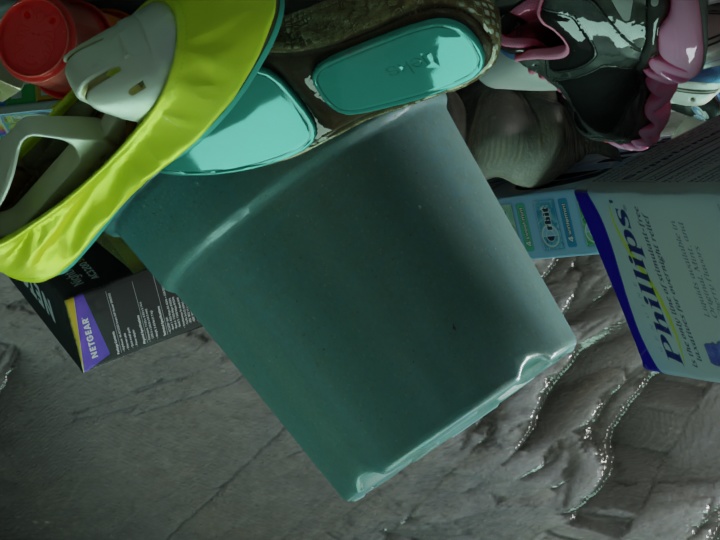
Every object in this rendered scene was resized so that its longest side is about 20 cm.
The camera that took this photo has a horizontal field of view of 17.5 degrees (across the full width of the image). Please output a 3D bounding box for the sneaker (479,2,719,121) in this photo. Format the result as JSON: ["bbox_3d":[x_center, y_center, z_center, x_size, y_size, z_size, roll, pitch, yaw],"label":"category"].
[{"bbox_3d":[0.156,-0.111,1.249,0.199,0.073,0.072,-4,180,17],"label":"sneaker"}]

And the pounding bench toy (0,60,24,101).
[{"bbox_3d":[-0.255,-0.036,1.155,0.199,0.157,0.124,-5,178,-12],"label":"pounding bench toy"}]

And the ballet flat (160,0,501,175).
[{"bbox_3d":[-0.022,-0.096,1.096,0.199,0.071,0.065,-13,-141,24],"label":"ballet flat"}]

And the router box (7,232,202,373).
[{"bbox_3d":[-0.132,-0.028,1.400,0.157,0.052,0.200,-22,-148,-18],"label":"router box"}]

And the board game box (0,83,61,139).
[{"bbox_3d":[-0.164,-0.098,1.342,0.134,0.034,0.200,-5,178,12],"label":"board game box"}]

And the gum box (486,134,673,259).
[{"bbox_3d":[0.160,-0.048,1.431,0.170,0.045,0.200,-20,-171,-41],"label":"gum box"}]

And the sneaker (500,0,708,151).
[{"bbox_3d":[0.111,-0.111,1.133,0.095,0.079,0.200,2,166,-2],"label":"sneaker"}]

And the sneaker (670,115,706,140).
[{"bbox_3d":[0.228,-0.092,1.341,0.200,0.071,0.093,-34,-156,-33],"label":"sneaker"}]

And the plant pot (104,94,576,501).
[{"bbox_3d":[0.000,0.000,1.223,0.200,0.196,0.200,-35,174,-4],"label":"plant pot"}]

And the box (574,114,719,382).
[{"bbox_3d":[0.232,-0.030,1.108,0.183,0.105,0.200,-26,-169,-16],"label":"box"}]

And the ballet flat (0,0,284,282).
[{"bbox_3d":[-0.115,-0.067,1.047,0.067,0.067,0.200,17,129,-40],"label":"ballet flat"}]

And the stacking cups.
[{"bbox_3d":[-0.117,-0.095,1.144,0.060,0.061,0.200,-5,178,19],"label":"stacking cups"}]

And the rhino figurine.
[{"bbox_3d":[0.088,-0.092,1.365,0.199,0.088,0.060,-3,178,-38],"label":"rhino figurine"}]
